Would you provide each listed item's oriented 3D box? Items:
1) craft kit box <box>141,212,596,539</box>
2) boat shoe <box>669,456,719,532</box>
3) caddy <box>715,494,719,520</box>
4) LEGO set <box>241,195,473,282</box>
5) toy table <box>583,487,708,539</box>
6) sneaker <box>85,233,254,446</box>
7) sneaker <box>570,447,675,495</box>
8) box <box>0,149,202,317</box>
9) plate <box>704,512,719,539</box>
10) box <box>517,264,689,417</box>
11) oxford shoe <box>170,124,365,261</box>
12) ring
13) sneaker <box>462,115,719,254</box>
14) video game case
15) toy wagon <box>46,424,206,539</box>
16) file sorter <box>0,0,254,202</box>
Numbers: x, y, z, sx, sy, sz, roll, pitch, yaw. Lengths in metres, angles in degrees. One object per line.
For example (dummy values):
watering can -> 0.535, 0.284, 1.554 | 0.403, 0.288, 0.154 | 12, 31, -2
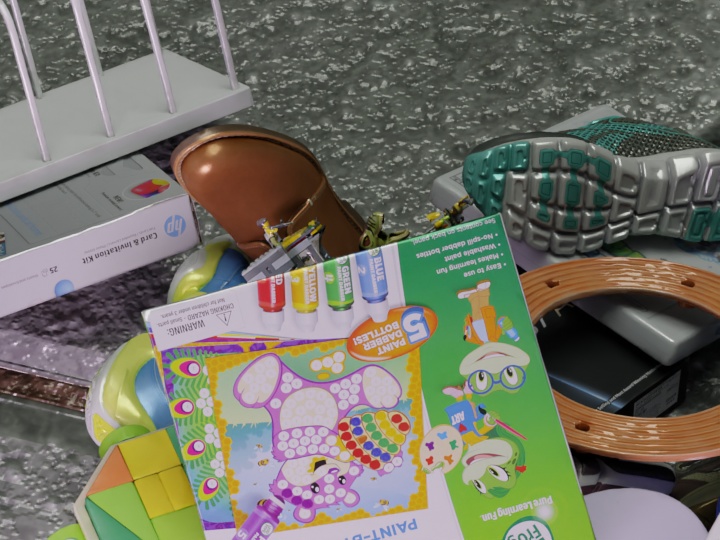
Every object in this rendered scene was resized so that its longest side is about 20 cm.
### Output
craft kit box -> 0.005, 0.090, 1.422 | 0.200, 0.049, 0.198 | -16, 88, -5
boat shoe -> 0.258, 0.114, 1.597 | 0.201, 0.072, 0.066 | -18, 42, -21
caddy -> 0.289, 0.161, 1.487 | 0.141, 0.105, 0.200 | -29, 85, -20
LEGO set -> 0.000, 0.000, 1.549 | 0.154, 0.200, 0.116 | -36, 93, 14
toy table -> 0.118, 0.227, 1.467 | 0.184, 0.117, 0.200 | 36, 58, 28
sneaker -> -0.080, 0.054, 1.649 | 0.105, 0.076, 0.200 | 16, 43, 20
sneaker -> 0.075, 0.144, 1.530 | 0.200, 0.116, 0.076 | 10, 22, -20
box -> -0.221, -0.023, 1.717 | 0.200, 0.041, 0.156 | -22, 26, -17
plate -> 0.238, 0.226, 1.396 | 0.200, 0.032, 0.200 | 35, 78, -13
box -> 0.077, 0.072, 1.660 | 0.200, 0.044, 0.160 | -32, 55, -26
oxford shoe -> -0.043, -0.026, 1.661 | 0.071, 0.200, 0.071 | -32, 51, 18
ring -> 0.160, 0.053, 1.569 | 0.200, 0.019, 0.200 | 1, 33, -1
sneaker -> 0.146, -0.060, 1.693 | 0.200, 0.078, 0.091 | 3, 23, -26
video game case -> 0.174, -0.028, 1.727 | 0.200, 0.024, 0.182 | 36, 40, 28
toy wagon -> -0.095, 0.144, 1.485 | 0.200, 0.040, 0.155 | -17, 49, -15
file sorter -> -0.200, -0.144, 1.776 | 0.200, 0.125, 0.139 | -23, 24, -21
